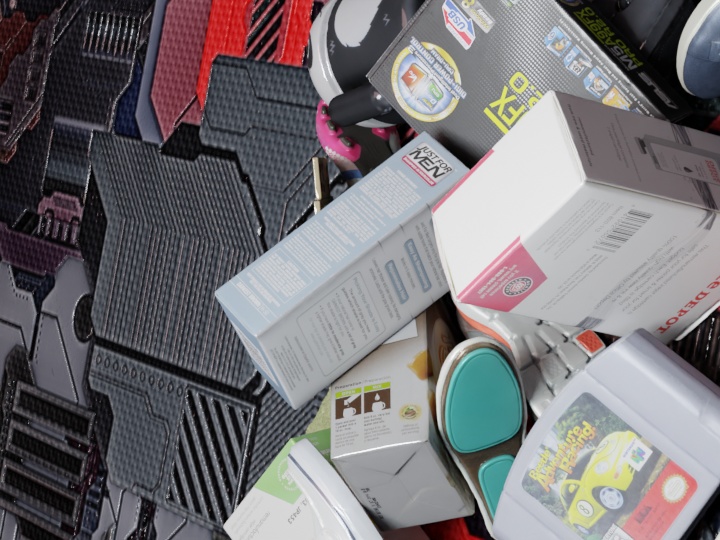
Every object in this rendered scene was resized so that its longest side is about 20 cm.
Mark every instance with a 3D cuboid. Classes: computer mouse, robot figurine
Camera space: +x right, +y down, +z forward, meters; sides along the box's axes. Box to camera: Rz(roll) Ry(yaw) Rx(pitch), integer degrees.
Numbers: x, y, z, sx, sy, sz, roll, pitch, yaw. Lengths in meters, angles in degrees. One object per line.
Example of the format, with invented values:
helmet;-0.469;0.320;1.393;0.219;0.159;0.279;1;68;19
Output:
computer mouse;0.193;-0.178;1.654;0.138;0.053;0.201;26;104;51
robot figurine;0.043;-0.187;1.791;0.200;0.150;0.125;-15;85;50

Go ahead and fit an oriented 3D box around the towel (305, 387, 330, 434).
towel;0.012;0.143;1.847;0.148;0.036;0.200;50;123;46

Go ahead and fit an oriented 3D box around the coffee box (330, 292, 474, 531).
coffee box;0.031;0.082;1.710;0.079;0.114;0.201;-13;51;15

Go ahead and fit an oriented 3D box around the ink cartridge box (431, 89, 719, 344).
ink cartridge box;0.173;-0.031;1.533;0.147;0.199;0.083;-46;46;38

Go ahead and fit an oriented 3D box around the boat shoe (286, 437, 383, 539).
boat shoe;-0.010;0.221;1.685;0.067;0.074;0.200;-35;69;-3

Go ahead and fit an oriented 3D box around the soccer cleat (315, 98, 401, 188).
soccer cleat;0.009;-0.077;1.867;0.200;0.070;0.087;-117;21;-50

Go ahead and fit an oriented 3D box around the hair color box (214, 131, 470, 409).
hair color box;0.000;0.000;1.645;0.200;0.099;0.061;-37;51;-10

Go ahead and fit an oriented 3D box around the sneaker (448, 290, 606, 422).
sneaker;0.136;0.075;1.688;0.200;0.077;0.082;56;158;33

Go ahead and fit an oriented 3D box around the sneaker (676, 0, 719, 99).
sneaker;0.293;-0.169;1.502;0.200;0.075;0.085;-48;44;36

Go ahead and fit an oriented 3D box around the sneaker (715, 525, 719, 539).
sneaker;0.280;0.168;1.457;0.078;0.079;0.201;2;84;53

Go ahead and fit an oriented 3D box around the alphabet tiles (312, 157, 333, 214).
alphabet tiles;-0.025;-0.009;1.812;0.200;0.006;0.167;-50;-45;-86

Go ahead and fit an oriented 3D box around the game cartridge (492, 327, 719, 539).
game cartridge;0.180;0.146;1.579;0.133;0.041;0.200;40;118;19

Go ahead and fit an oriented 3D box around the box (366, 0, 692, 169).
box;0.121;-0.130;1.635;0.200;0.044;0.160;48;124;11

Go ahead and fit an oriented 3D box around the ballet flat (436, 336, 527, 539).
ballet flat;0.093;0.118;1.655;0.069;0.069;0.200;36;152;50

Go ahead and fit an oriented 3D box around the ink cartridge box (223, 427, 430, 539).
ink cartridge box;-0.007;0.239;1.780;0.200;0.067;0.117;50;122;22
